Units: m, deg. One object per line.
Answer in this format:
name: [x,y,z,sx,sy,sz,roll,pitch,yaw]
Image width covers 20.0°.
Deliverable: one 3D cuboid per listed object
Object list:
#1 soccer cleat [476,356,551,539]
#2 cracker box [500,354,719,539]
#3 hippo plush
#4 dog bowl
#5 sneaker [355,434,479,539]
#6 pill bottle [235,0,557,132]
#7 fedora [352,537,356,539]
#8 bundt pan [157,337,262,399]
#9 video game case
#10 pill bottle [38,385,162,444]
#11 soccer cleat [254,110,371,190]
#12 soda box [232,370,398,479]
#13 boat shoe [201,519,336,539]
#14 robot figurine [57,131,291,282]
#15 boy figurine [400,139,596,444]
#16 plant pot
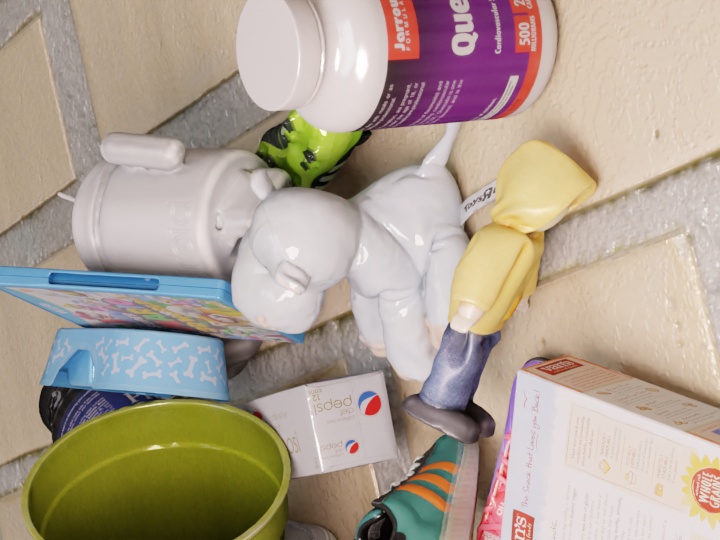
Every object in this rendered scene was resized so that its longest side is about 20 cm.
soccer cleat: [0.112,0.160,1.383,0.068,0.073,0.200,17,110,54]
cracker box: [0.182,0.146,1.263,0.200,0.058,0.134,20,113,40]
hippo plush: [0.000,0.000,1.439,0.200,0.161,0.160,-55,52,46]
dog bowl: [-0.180,0.074,1.640,0.200,0.111,0.050,-3,81,56]
sneaker: [0.039,0.167,1.405,0.200,0.080,0.072,-74,-12,-66]
pill bottle: [0.023,-0.149,1.340,0.112,0.200,0.113,16,110,54]
fedora: [0.025,0.263,1.485,0.200,0.092,0.201,21,134,23]
bundt pan: [-0.139,0.006,1.723,0.202,0.076,0.202,14,107,54]
video game case: [-0.160,0.027,1.557,0.200,0.143,0.018,3,77,25]
pill bottle: [-0.206,0.154,1.819,0.200,0.112,0.112,35,124,47]
soccer cleat: [-0.029,-0.098,1.555,0.068,0.081,0.200,57,165,1]
soda box: [-0.038,0.123,1.569,0.200,0.064,0.068,156,104,-70]
boat shoe: [-0.114,0.225,1.671,0.200,0.070,0.072,-5,136,30]
robot figurine: [-0.139,-0.037,1.564,0.200,0.113,0.170,1,128,33]
boy figurine: [0.095,0.011,1.360,0.064,0.124,0.200,27,99,18]
plant pot: [-0.141,0.235,1.559,0.200,0.200,0.193,37,143,47]
